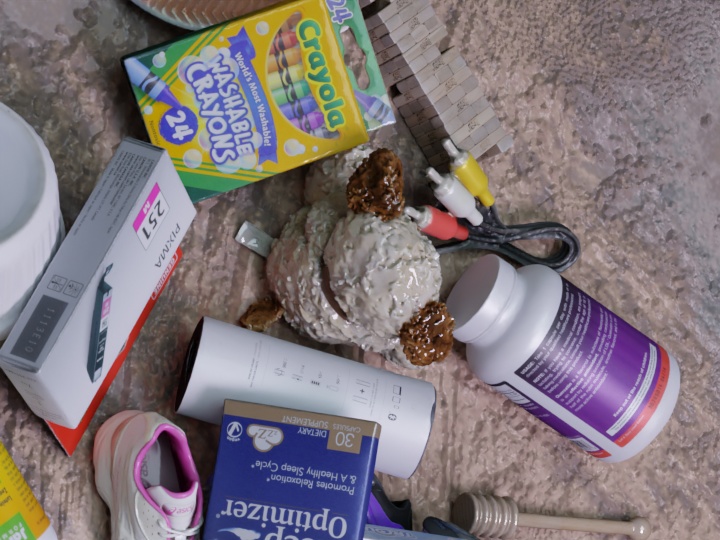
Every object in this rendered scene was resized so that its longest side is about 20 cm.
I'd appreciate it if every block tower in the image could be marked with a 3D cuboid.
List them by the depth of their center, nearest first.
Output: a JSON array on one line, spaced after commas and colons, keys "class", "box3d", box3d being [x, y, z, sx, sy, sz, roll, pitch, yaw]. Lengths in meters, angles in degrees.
[{"class": "block tower", "box3d": [0.051, -0.175, 1.856, 0.058, 0.054, 0.201, -38, 99, -28]}]

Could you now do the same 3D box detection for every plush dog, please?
[{"class": "plush dog", "box3d": [0.000, 0.000, 1.728, 0.160, 0.171, 0.201, -25, 94, -30]}]

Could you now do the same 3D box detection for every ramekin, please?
[{"class": "ramekin", "box3d": [-0.308, -0.046, 1.565, 0.201, 0.094, 0.203, 8, 54, -12]}]

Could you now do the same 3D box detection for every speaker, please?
[{"class": "speaker", "box3d": [-0.045, 0.100, 1.712, 0.199, 0.081, 0.082, 16, 73, -10]}]

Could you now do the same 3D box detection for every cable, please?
[{"class": "cable", "box3d": [0.110, -0.030, 1.854, 0.199, 0.050, 0.097, 32, 92, -32]}]

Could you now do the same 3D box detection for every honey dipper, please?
[{"class": "honey dipper", "box3d": [0.171, 0.218, 1.865, 0.199, 0.038, 0.038, 9, 77, -29]}]

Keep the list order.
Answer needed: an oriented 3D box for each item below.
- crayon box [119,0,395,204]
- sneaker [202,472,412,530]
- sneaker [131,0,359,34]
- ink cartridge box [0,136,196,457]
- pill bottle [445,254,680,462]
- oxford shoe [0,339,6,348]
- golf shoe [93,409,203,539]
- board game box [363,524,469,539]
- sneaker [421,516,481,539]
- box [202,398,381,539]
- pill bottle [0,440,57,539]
[{"class": "crayon box", "box3d": [-0.078, -0.142, 1.726, 0.199, 0.052, 0.127, -20, 101, -7]}, {"class": "sneaker", "box3d": [-0.037, 0.182, 1.739, 0.199, 0.069, 0.100, 29, 67, -31]}, {"class": "sneaker", "box3d": [-0.103, -0.229, 1.779, 0.198, 0.080, 0.072, 9, 98, -9]}, {"class": "ink cartridge box", "box3d": [-0.185, 0.029, 1.632, 0.043, 0.174, 0.201, 18, 66, 22]}, {"class": "pill bottle", "box3d": [0.169, 0.071, 1.845, 0.199, 0.112, 0.113, 35, 67, -20]}, {"class": "oxford shoe", "box3d": [-0.264, 0.038, 1.631, 0.199, 0.074, 0.071, -17, 89, -30]}, {"class": "golf shoe", "box3d": [-0.154, 0.205, 1.655, 0.075, 0.091, 0.202, -12, 89, -31]}, {"class": "board game box", "box3d": [0.038, 0.306, 1.704, 0.199, 0.043, 0.200, 11, 101, -13]}, {"class": "sneaker", "box3d": [0.102, 0.274, 1.791, 0.200, 0.074, 0.087, 33, 84, -38]}, {"class": "box", "box3d": [-0.059, 0.205, 1.632, 0.120, 0.032, 0.202, 8, 83, 7]}, {"class": "pill bottle", "box3d": [-0.289, 0.185, 1.570, 0.111, 0.111, 0.201, -34, 98, -29]}]
